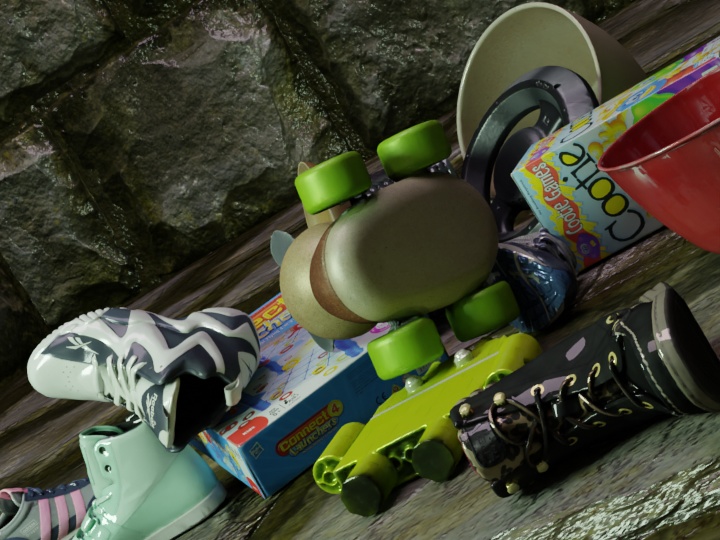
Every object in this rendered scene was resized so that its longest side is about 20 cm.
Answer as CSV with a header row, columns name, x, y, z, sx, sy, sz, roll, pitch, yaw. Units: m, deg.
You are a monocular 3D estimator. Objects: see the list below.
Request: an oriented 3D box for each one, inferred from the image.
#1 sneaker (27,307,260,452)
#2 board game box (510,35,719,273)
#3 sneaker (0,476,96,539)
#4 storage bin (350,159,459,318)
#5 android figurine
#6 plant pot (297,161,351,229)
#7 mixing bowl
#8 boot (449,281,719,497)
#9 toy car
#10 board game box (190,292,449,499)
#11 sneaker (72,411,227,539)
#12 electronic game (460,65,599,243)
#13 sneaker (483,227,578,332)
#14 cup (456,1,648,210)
name,x,y,z,sx,sy,sz,roll,pitch,yaw
sneaker,-0.183,0.094,1.425,0.197,0.080,0.130,-1,27,0
board game box,0.243,-0.099,1.458,0.199,0.103,0.105,-30,8,23
sneaker,-0.317,0.239,1.745,0.070,0.082,0.200,-26,10,45
storage bin,0.049,-0.031,1.662,0.093,0.136,0.200,-24,6,-9
android figurine,0.052,0.102,1.236,0.181,0.041,0.200,-30,10,28
plant pot,-0.016,-0.013,1.671,0.027,0.202,0.200,-19,6,-8
mixing bowl,0.275,-0.080,1.191,0.199,0.109,0.200,-32,8,5
boot,0.127,0.072,0.978,0.150,0.073,0.200,-31,4,9
toy car,0.000,0.000,1.364,0.157,0.165,0.200,-23,-1,-34
board game box,-0.056,0.089,1.497,0.199,0.056,0.195,-36,26,-18
sneaker,-0.227,0.200,1.483,0.200,0.119,0.074,-34,9,1
electronic game,0.157,-0.095,1.629,0.200,0.041,0.202,-31,51,47
sneaker,0.139,-0.003,1.410,0.085,0.077,0.200,-29,8,-13
cup,0.213,-0.157,1.726,0.142,0.202,0.200,2,-18,-40
